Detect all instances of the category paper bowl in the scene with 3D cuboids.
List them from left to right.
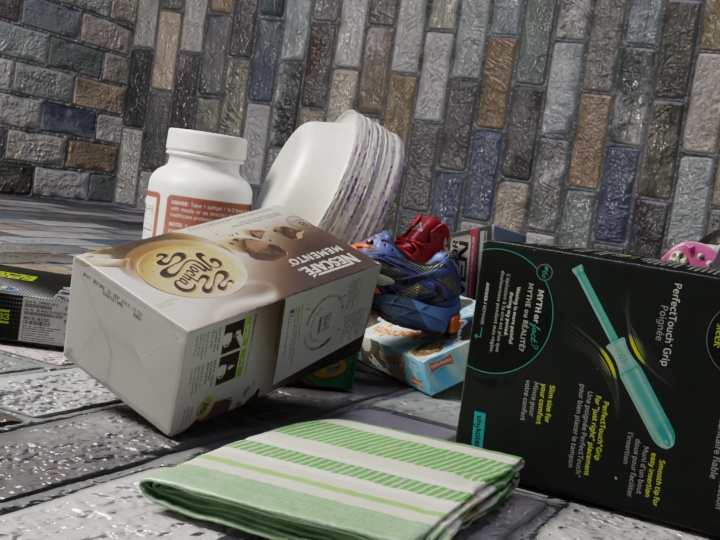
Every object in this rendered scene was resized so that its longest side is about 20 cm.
[{"bbox_3d":[-0.045,-0.074,1.090,0.103,0.203,0.200,26,-1,-16],"label":"paper bowl"}]

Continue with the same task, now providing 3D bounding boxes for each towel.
[{"bbox_3d":[-0.002,0.116,0.564,0.150,0.024,0.199,10,6,22],"label":"towel"}]

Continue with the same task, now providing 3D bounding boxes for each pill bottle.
[{"bbox_3d":[-0.173,-0.043,1.088,0.110,0.204,0.112,8,4,-1],"label":"pill bottle"}]

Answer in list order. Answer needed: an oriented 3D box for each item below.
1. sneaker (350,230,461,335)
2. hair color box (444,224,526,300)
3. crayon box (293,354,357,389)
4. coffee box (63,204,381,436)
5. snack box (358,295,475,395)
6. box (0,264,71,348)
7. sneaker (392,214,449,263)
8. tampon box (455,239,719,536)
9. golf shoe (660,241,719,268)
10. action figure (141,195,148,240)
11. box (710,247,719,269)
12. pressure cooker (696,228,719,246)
[{"bbox_3d":[0.000,0.000,0.927,0.197,0.080,0.075,13,2,-10],"label":"sneaker"},{"bbox_3d":[0.112,0.012,1.276,0.060,0.101,0.199,14,-15,-34],"label":"hair color box"},{"bbox_3d":[-0.083,0.055,0.944,0.117,0.059,0.200,8,4,-17],"label":"crayon box"},{"bbox_3d":[-0.091,0.026,0.723,0.112,0.081,0.199,29,28,29],"label":"coffee box"},{"bbox_3d":[0.064,0.062,1.006,0.115,0.038,0.199,-22,17,-22],"label":"snack box"},{"bbox_3d":[-0.336,0.024,0.933,0.197,0.048,0.193,9,7,-9],"label":"box"},{"bbox_3d":[0.039,-0.021,1.184,0.077,0.117,0.200,24,-1,20],"label":"sneaker"},{"bbox_3d":[0.180,0.069,0.673,0.197,0.153,0.126,11,5,24],"label":"tampon box"},{"bbox_3d":[0.277,0.052,0.969,0.091,0.200,0.076,-13,60,-51],"label":"golf shoe"},{"bbox_3d":[-0.164,-0.017,1.237,0.198,0.152,0.133,-6,-13,41],"label":"action figure"},{"bbox_3d":[0.378,0.038,0.816,0.197,0.201,0.123,21,17,5],"label":"box"},{"bbox_3d":[0.411,0.063,1.001,0.173,0.203,0.179,-11,-22,13],"label":"pressure cooker"}]
